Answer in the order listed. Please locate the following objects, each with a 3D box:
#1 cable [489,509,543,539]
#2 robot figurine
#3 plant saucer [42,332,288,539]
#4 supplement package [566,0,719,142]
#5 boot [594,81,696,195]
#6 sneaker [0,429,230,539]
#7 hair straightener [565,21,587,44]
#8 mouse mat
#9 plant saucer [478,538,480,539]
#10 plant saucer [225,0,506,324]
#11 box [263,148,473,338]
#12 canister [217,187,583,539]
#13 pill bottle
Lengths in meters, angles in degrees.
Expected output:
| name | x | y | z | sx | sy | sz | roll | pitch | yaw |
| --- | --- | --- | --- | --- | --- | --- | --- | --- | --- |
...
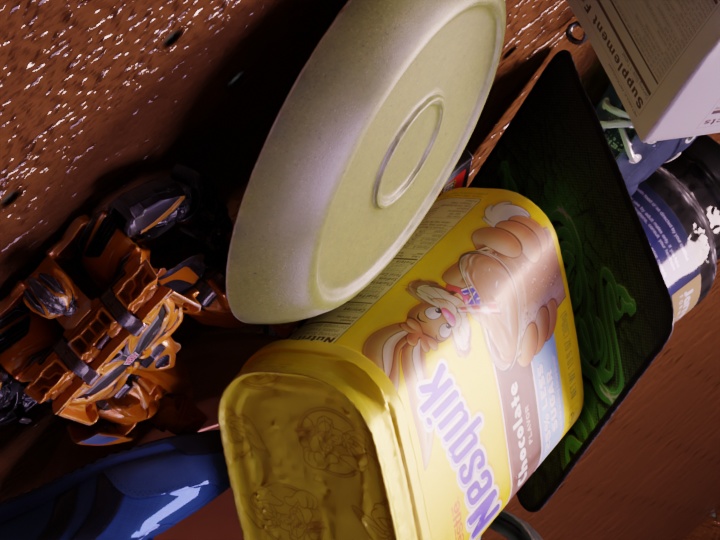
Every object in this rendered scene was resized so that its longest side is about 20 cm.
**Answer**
| name | x | y | z | sx | sy | sz | roll | pitch | yaw |
| --- | --- | --- | --- | --- | --- | --- | --- | --- | --- |
| cable | 0.033 | 0.111 | 1.473 | 0.097 | 0.201 | 0.050 | -34 | 145 | 13 |
| robot figurine | -0.095 | 0.023 | 1.140 | 0.145 | 0.058 | 0.200 | -47 | 166 | 8 |
| plant saucer | -0.060 | 0.132 | 1.294 | 0.200 | 0.201 | 0.037 | -40 | -161 | -8 |
| supplement package | 0.189 | -0.166 | 1.194 | 0.109 | 0.114 | 0.200 | -9 | 150 | -30 |
| boot | 0.168 | -0.096 | 1.466 | 0.090 | 0.073 | 0.200 | -46 | 167 | -9 |
| sneaker | -0.136 | 0.136 | 1.209 | 0.199 | 0.079 | 0.066 | -23 | 168 | -3 |
| hair straightener | 0.167 | -0.184 | 1.311 | 0.200 | 0.041 | 0.077 | -43 | 147 | 26 |
| mouse mat | 0.097 | 0.004 | 1.367 | 0.007 | 0.201 | 0.161 | 7 | 135 | -28 |
| plant saucer | -0.009 | 0.137 | 1.369 | 0.200 | 0.201 | 0.027 | -36 | -151 | -24 |
| plant saucer | 0.010 | -0.058 | 1.132 | 0.200 | 0.031 | 0.200 | -54 | 163 | -24 |
| box | 0.000 | 0.000 | 1.377 | 0.110 | 0.035 | 0.200 | -39 | 165 | -16 |
| canister | 0.026 | 0.064 | 1.238 | 0.200 | 0.086 | 0.150 | -44 | 129 | -49 |
| pill bottle | 0.148 | -0.002 | 1.612 | 0.199 | 0.112 | 0.112 | -35 | 164 | -25 |
